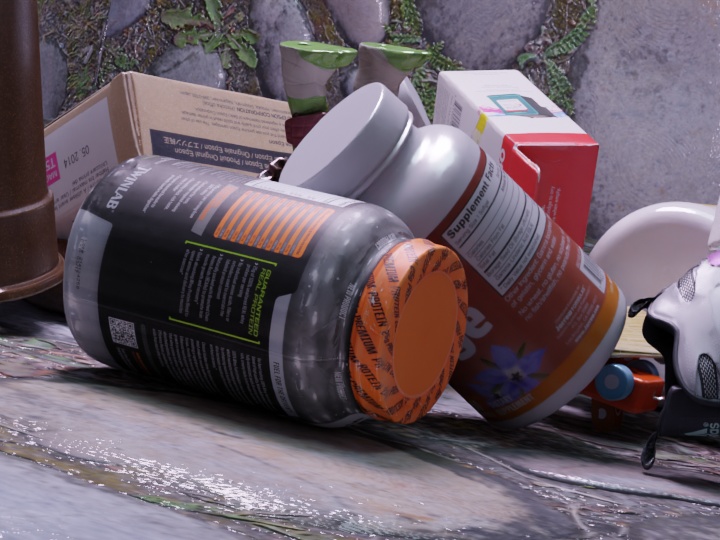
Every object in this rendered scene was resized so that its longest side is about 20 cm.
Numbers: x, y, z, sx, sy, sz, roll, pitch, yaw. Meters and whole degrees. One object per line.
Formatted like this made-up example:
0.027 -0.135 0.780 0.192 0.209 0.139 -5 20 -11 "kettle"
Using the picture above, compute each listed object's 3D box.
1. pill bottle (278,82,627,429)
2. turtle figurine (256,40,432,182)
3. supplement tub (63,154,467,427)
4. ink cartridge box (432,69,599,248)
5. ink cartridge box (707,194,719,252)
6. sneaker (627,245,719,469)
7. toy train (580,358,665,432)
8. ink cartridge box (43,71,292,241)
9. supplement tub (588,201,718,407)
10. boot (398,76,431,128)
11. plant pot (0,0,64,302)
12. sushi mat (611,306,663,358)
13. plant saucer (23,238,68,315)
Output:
0.051 -0.010 1.327 0.200 0.112 0.112 43 -5 -17 "pill bottle"
0.004 -0.038 1.411 0.143 0.195 0.200 4 11 -7 "turtle figurine"
-0.051 0.013 1.239 0.200 0.123 0.122 15 6 28 "supplement tub"
0.111 -0.057 1.635 0.067 0.117 0.200 -2 25 -18 "ink cartridge box"
0.331 -0.049 1.417 0.200 0.148 0.086 22 -19 -16 "ink cartridge box"
0.225 0.085 1.298 0.140 0.200 0.078 -28 -25 -10 "sneaker"
0.150 0.070 1.495 0.150 0.056 0.200 19 8 18 "toy train"
-0.156 -0.061 1.636 0.164 0.075 0.200 6 -23 -43 "ink cartridge box"
0.250 0.024 1.675 0.145 0.146 0.200 13 5 21 "supplement tub"
0.012 -0.061 1.556 0.095 0.074 0.200 -22 -29 1 "boot"
-0.272 -0.097 1.364 0.200 0.199 0.200 3 14 -1 "plant pot"
0.169 0.040 1.488 0.096 0.012 0.200 22 10 34 "sushi mat"
-0.153 0.013 1.521 0.200 0.037 0.200 10 4 -1 "plant saucer"
